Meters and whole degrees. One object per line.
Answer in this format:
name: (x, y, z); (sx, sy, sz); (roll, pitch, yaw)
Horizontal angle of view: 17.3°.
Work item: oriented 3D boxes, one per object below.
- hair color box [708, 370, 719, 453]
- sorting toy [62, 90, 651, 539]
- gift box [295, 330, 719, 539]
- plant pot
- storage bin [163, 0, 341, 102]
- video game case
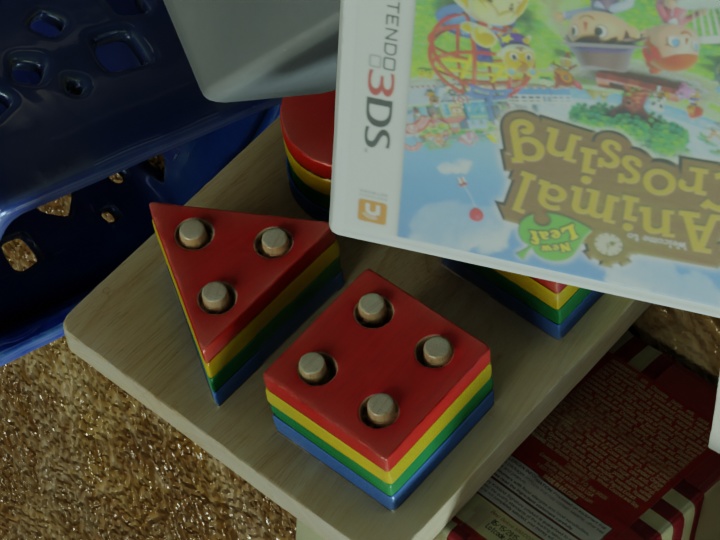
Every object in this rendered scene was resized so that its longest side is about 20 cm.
hair color box: (0.244, 0.068, 0.966); (0.200, 0.061, 0.099); (29, 138, 30)
sorting toy: (0.000, 0.000, 1.056); (0.199, 0.200, 0.070); (34, 155, 26)
gift box: (0.061, 0.139, 1.124); (0.185, 0.200, 0.187); (37, 144, 30)
plant pot: (-0.172, -0.082, 1.206); (0.180, 0.200, 0.200); (53, 146, 13)
storage bin: (-0.002, -0.158, 0.959); (0.200, 0.146, 0.134); (-24, 81, 42)
video game case: (0.089, -0.065, 0.875); (0.200, 0.022, 0.182); (12, 133, 9)
